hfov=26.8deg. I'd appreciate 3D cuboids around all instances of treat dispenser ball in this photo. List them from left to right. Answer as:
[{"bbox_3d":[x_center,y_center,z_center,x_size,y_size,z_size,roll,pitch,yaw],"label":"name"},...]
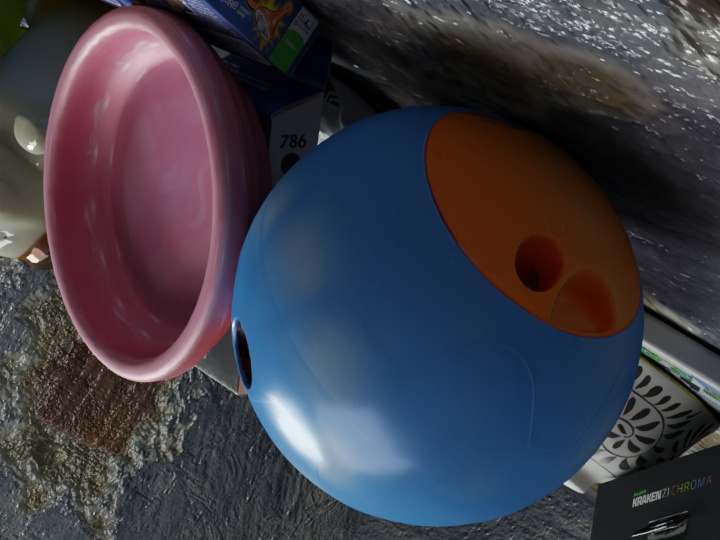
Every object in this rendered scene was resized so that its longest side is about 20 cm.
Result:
[{"bbox_3d":[0.037,0.021,0.733,0.200,0.202,0.201,32,174,4],"label":"treat dispenser ball"}]

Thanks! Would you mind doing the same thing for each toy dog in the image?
[{"bbox_3d":[-0.215,-0.105,1.046,0.139,0.201,0.194,32,174,4],"label":"toy dog"}]

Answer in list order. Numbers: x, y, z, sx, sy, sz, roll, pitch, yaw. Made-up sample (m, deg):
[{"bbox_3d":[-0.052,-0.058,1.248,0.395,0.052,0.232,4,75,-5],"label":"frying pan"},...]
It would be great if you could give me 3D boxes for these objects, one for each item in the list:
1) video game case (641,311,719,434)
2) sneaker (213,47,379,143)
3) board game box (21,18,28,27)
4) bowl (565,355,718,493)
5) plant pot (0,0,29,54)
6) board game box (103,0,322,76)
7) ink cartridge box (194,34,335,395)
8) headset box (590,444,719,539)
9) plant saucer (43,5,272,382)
[{"bbox_3d":[0.224,0.073,1.047,0.199,0.022,0.182,32,174,14],"label":"video game case"},{"bbox_3d":[-0.063,-0.070,0.931,0.199,0.115,0.075,26,172,48],"label":"sneaker"},{"bbox_3d":[-0.219,-0.176,1.301,0.135,0.035,0.200,32,174,10],"label":"board game box"},{"bbox_3d":[0.149,0.097,1.092,0.200,0.095,0.201,34,174,4],"label":"bowl"},{"bbox_3d":[-0.332,-0.185,1.080,0.198,0.201,0.182,32,167,14],"label":"plant pot"},{"bbox_3d":[-0.125,-0.174,0.800,0.199,0.035,0.135,28,172,45],"label":"board game box"},{"bbox_3d":[-0.070,-0.041,0.849,0.039,0.202,0.099,-3,-162,-38],"label":"ink cartridge box"},{"bbox_3d":[0.269,0.193,0.999,0.199,0.094,0.174,26,150,-22],"label":"headset box"},{"bbox_3d":[-0.109,-0.042,0.830,0.050,0.203,0.200,-3,-161,-38],"label":"plant saucer"}]
